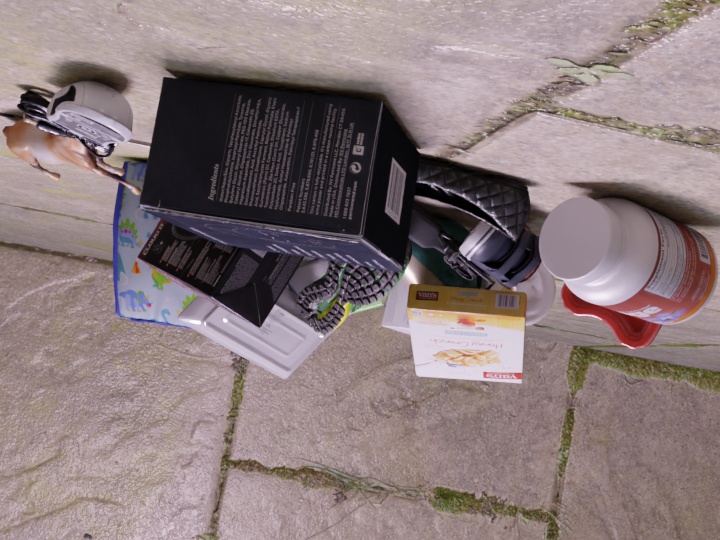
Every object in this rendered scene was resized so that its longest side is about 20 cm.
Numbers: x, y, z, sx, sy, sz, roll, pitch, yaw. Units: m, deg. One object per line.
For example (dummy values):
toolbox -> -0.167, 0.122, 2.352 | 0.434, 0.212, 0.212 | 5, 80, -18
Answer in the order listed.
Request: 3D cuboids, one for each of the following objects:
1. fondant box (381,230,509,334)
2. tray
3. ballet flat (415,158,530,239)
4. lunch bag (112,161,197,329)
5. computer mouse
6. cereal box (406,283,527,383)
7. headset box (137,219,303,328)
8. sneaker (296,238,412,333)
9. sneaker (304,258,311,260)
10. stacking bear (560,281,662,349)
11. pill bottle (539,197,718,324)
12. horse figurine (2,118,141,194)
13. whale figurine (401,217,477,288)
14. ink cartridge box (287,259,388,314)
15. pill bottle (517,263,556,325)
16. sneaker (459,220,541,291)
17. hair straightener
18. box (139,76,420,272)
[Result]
fondant box -> 0.126, 0.020, 1.601 | 0.058, 0.144, 0.200 | 20, 169, -35
tray -> -0.119, 0.067, 1.417 | 0.200, 0.107, 0.022 | 35, -167, -43
ballet flat -> 0.080, -0.077, 1.170 | 0.200, 0.057, 0.066 | 11, 173, -12
lunch bag -> -0.220, -0.027, 1.463 | 0.170, 0.200, 0.127 | 6, 173, 26
computer mouse -> -0.258, -0.150, 1.101 | 0.110, 0.044, 0.200 | 27, 170, -25
cereal box -> 0.136, 0.083, 1.458 | 0.144, 0.040, 0.200 | 3, 151, 9
headset box -> -0.144, -0.041, 1.247 | 0.077, 0.149, 0.200 | 37, 170, -36
sneaker -> 0.000, 0.000, 1.369 | 0.085, 0.078, 0.200 | -39, -178, -39
sneaker -> -0.067, -0.069, 1.411 | 0.074, 0.116, 0.200 | 47, -139, 13
stacking bear -> 0.342, 0.016, 1.413 | 0.121, 0.114, 0.200 | 33, -165, 21
pill bottle -> 0.277, -0.012, 1.202 | 0.112, 0.112, 0.200 | 4, 172, 46
horse figurine -> -0.335, -0.137, 1.294 | 0.200, 0.050, 0.133 | 13, 164, 30
whale figurine -> 0.084, -0.030, 1.462 | 0.159, 0.104, 0.200 | 50, -174, 39
ink cartridge box -> -0.061, 0.009, 1.537 | 0.200, 0.084, 0.146 | -15, -163, 16
pill bottle -> 0.199, 0.028, 1.734 | 0.111, 0.111, 0.200 | 12, 174, -19
sneaker -> 0.172, -0.025, 1.341 | 0.079, 0.078, 0.200 | 44, -171, 10
hair straightener -> 0.095, -0.022, 1.352 | 0.200, 0.041, 0.077 | 40, -165, -35
box -> -0.063, -0.082, 1.041 | 0.196, 0.124, 0.200 | 7, 174, 13
